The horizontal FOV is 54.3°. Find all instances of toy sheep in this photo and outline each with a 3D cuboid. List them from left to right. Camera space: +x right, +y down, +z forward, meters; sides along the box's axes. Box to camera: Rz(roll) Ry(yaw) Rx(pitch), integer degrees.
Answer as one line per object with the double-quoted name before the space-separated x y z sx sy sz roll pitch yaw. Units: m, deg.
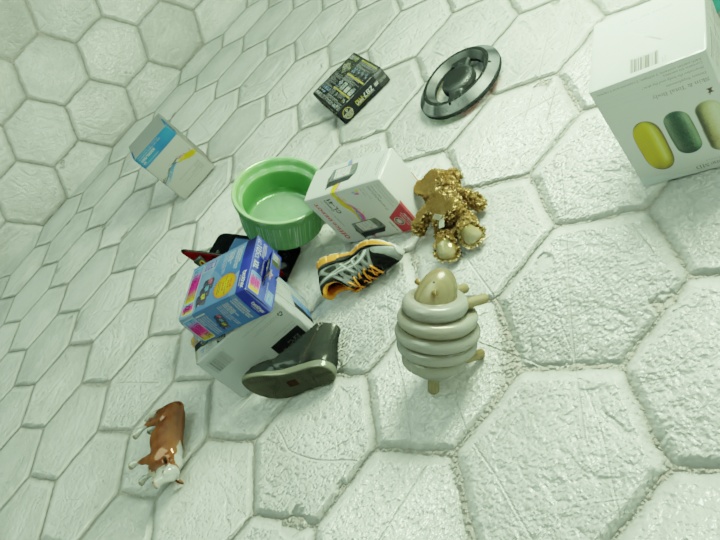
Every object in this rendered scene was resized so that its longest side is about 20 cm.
"toy sheep" 0.114 0.092 1.023 0.137 0.201 0.138 -3 19 1

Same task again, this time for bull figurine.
"bull figurine" -0.391 0.350 1.375 0.121 0.065 0.201 -24 38 17

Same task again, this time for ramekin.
"ramekin" -0.165 -0.137 1.474 0.199 0.098 0.201 -1 50 1

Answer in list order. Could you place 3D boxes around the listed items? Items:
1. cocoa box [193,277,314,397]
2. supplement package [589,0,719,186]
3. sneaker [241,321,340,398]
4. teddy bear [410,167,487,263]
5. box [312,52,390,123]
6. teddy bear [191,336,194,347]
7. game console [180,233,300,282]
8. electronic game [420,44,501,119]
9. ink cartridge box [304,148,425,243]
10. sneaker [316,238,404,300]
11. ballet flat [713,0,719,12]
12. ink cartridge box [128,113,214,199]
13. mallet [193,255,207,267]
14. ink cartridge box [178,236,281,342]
"cocoa box" -0.206 0.114 1.356 0.200 0.133 0.131 -40 34 9
"supplement package" 0.434 -0.253 0.981 0.151 0.200 0.151 -14 46 38
"sneaker" -0.121 0.165 1.281 0.199 0.075 0.107 -14 41 25
"teddy bear" 0.160 -0.097 1.251 0.145 0.067 0.200 -50 40 12
"box" -0.028 -0.479 1.830 0.161 0.049 0.200 -46 34 4
"teddy bear" -0.298 0.087 1.524 0.145 0.067 0.200 22 72 51
"game console" -0.247 -0.046 1.487 0.199 0.119 0.173 8 46 12
"electronic game" 0.213 -0.404 1.505 0.199 0.042 0.201 -28 41 27
"ink cartridge box" 0.015 -0.139 1.362 0.199 0.148 0.086 -11 47 41
"sneaker" 0.000 0.000 1.314 0.199 0.078 0.078 -21 55 37
"ballet flat" 0.518 -0.433 1.198 0.199 0.068 0.075 -25 24 32
"ink cartridge box" -0.577 -0.347 2.148 0.145 0.200 0.147 -47 35 3
"mallet" -0.252 0.035 1.433 0.066 0.200 0.041 -43 20 -14
"ink cartridge box" -0.223 0.029 1.278 0.199 0.076 0.137 -23 40 26
